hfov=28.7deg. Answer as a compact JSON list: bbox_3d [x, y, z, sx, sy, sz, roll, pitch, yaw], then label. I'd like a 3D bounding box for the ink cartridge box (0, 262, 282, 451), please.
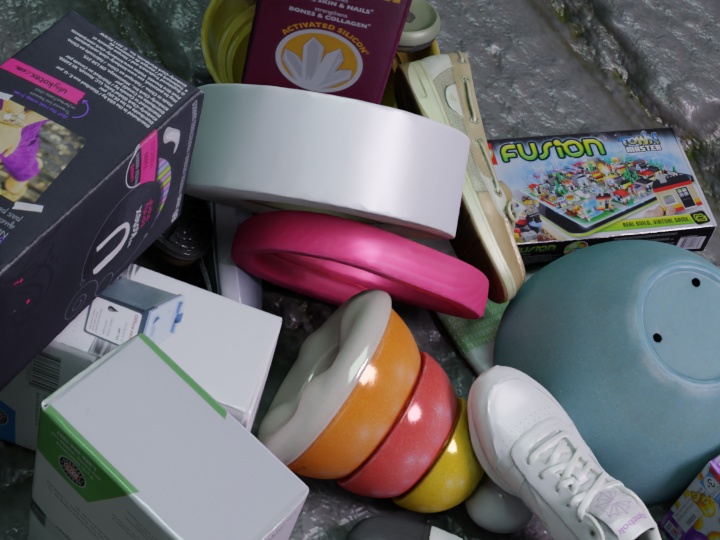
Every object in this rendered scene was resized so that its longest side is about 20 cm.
[{"bbox_3d":[-0.165,0.069,0.946,0.198,0.147,0.086,19,51,-1],"label":"ink cartridge box"}]

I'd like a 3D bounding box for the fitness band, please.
[{"bbox_3d":[0.000,0.000,1.021,0.198,0.143,0.038,19,78,-32],"label":"fitness band"}]

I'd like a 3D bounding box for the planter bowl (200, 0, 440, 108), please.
[{"bbox_3d":[-0.038,-0.159,1.172,0.198,0.084,0.202,6,56,-9],"label":"planter bowl"}]

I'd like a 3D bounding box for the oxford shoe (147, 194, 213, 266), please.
[{"bbox_3d":[-0.179,-0.057,1.067,0.072,0.085,0.200,-13,44,-40],"label":"oxford shoe"}]

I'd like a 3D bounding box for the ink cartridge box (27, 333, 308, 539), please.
[{"bbox_3d":[-0.126,0.159,0.864,0.146,0.201,0.084,41,54,15],"label":"ink cartridge box"}]

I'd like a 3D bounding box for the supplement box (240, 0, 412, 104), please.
[{"bbox_3d":[-0.019,-0.209,1.034,0.109,0.201,0.086,12,54,-5],"label":"supplement box"}]

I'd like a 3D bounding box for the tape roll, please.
[{"bbox_3d":[-0.025,-0.073,0.980,0.200,0.202,0.072,9,87,-7],"label":"tape roll"}]

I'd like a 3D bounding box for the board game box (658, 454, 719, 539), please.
[{"bbox_3d":[0.325,0.214,0.992,0.102,0.105,0.201,-26,65,-27],"label":"board game box"}]

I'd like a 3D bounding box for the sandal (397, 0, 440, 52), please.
[{"bbox_3d":[-0.019,-0.252,1.152,0.200,0.058,0.080,28,54,7],"label":"sandal"}]

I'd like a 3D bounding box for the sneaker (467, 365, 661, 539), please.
[{"bbox_3d":[0.149,0.145,0.939,0.075,0.100,0.201,-33,87,-25],"label":"sneaker"}]

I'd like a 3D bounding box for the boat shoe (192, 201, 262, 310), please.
[{"bbox_3d":[-0.122,-0.039,1.085,0.065,0.070,0.202,-15,68,9],"label":"boat shoe"}]

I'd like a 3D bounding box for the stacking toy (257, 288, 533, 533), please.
[{"bbox_3d":[0.039,0.123,0.996,0.199,0.146,0.147,36,53,-11],"label":"stacking toy"}]

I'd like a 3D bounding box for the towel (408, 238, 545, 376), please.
[{"bbox_3d":[0.124,0.006,1.132,0.148,0.031,0.201,-20,63,-26],"label":"towel"}]

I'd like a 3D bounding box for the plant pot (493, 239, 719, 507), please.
[{"bbox_3d":[0.213,0.060,1.025,0.198,0.135,0.202,6,68,-15],"label":"plant pot"}]

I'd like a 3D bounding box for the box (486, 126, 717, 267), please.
[{"bbox_3d":[0.181,-0.061,1.156,0.198,0.035,0.111,-6,55,-15],"label":"box"}]

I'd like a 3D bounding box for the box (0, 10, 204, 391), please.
[{"bbox_3d":[-0.198,-0.042,0.847,0.105,0.123,0.200,32,51,11],"label":"box"}]

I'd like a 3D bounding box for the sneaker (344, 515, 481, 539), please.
[{"bbox_3d":[0.083,0.213,0.946,0.198,0.089,0.074,27,56,7],"label":"sneaker"}]

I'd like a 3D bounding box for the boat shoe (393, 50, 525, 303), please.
[{"bbox_3d":[0.087,-0.074,1.071,0.062,0.073,0.202,-18,71,-13],"label":"boat shoe"}]
